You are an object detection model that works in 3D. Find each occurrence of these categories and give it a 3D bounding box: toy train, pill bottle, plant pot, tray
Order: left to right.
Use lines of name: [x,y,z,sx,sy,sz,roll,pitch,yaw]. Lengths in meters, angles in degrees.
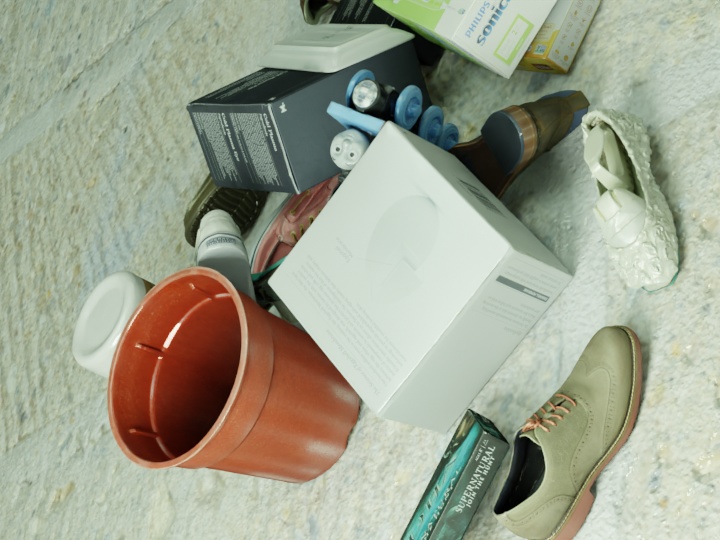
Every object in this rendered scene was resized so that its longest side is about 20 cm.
pill bottle: [-0.207,0.090,1.782,0.114,0.199,0.115,-33,41,36]
plant pot: [-0.116,0.120,1.621,0.200,0.195,0.202,-19,61,38]
tray: [-0.032,-0.248,1.764,0.107,0.022,0.200,-25,19,-22]
toy train: [0.032,-0.121,1.629,0.086,0.200,0.115,21,84,27]

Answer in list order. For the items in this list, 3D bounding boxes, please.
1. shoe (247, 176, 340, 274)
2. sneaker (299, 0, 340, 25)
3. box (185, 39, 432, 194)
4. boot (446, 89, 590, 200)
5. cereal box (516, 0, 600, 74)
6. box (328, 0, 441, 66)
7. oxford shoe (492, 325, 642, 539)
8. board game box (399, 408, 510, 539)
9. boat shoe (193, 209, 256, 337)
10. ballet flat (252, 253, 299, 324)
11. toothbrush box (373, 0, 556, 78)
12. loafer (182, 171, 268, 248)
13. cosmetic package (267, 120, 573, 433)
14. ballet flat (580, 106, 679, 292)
shoe: [-0.056,-0.044,1.794,0.201,0.071,0.091,-58,27,-4]
sneaker: [-0.008,-0.362,1.981,0.200,0.070,0.076,-24,57,56]
box: [-0.054,-0.171,1.767,0.199,0.105,0.182,-29,19,-28]
boot: [0.151,-0.115,1.587,0.075,0.096,0.200,63,156,6]
cereal box: [0.200,-0.302,1.666,0.144,0.039,0.201,16,79,58]
box: [0.066,-0.344,1.847,0.141,0.079,0.201,22,84,60]
oxford shoe: [0.174,0.132,1.345,0.070,0.075,0.201,8,73,55]
board game box: [0.065,0.223,1.407,0.201,0.028,0.135,-63,4,2]
boat shoe: [-0.145,0.018,1.684,0.201,0.070,0.070,89,173,-49]
ballet flat: [-0.086,0.025,1.711,0.200,0.069,0.072,-23,91,60]
toothbrush box: [0.118,-0.300,1.664,0.146,0.086,0.200,-58,29,4]
loafer: [-0.149,-0.112,1.978,0.200,0.076,0.067,-52,32,-3]
cosmetic package: [0.053,0.009,1.514,0.200,0.123,0.200,-51,54,13]
ballet flat: [0.229,-0.067,1.430,0.072,0.071,0.201,-38,40,31]
